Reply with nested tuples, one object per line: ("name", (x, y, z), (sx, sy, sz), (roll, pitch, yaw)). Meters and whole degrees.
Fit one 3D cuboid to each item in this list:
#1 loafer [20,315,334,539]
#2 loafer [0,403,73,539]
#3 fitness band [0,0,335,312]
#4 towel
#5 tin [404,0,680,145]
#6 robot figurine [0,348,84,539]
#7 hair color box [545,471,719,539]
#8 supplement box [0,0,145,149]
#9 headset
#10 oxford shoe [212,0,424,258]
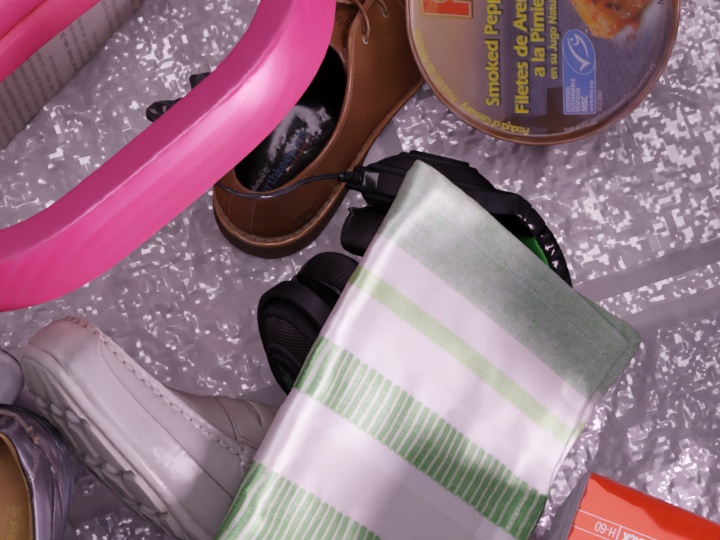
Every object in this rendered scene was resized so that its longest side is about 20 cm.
("loafer", (-0.050, 0.076, 0.843), (0.070, 0.070, 0.200), (-52, 126, -13))
("loafer", (-0.140, 0.144, 0.755), (0.072, 0.072, 0.202), (3, 82, -5))
("fitness band", (-0.100, -0.071, 0.821), (0.200, 0.037, 0.144), (-41, 47, -3))
("towel", (0.021, 0.081, 0.839), (0.023, 0.152, 0.201), (21, 79, 47))
("tin", (0.070, -0.152, 0.887), (0.111, 0.042, 0.202), (-2, 107, 0))
("robot figurine", (-0.187, 0.120, 0.846), (0.169, 0.113, 0.201), (41, 78, -24))
("hair color box", (0.072, 0.184, 0.824), (0.061, 0.102, 0.201), (21, 78, 4))
("supplement box", (-0.180, -0.120, 0.924), (0.126, 0.074, 0.200), (41, 79, 8))
("headset", (0.000, 0.000, 0.873), (0.200, 0.094, 0.124), (44, 74, -33))
("oxford shoe", (-0.001, -0.102, 0.926), (0.071, 0.071, 0.201), (23, 76, 6))
